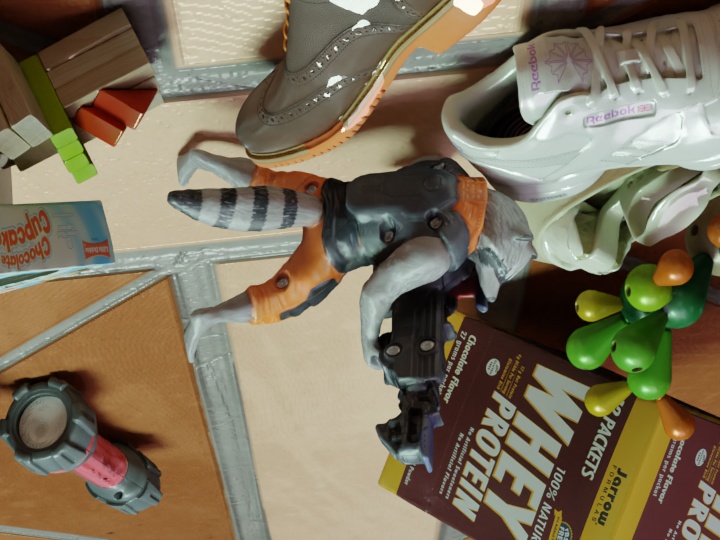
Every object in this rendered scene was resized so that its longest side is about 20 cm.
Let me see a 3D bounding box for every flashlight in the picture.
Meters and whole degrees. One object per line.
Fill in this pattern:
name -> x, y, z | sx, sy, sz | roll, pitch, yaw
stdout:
flashlight -> -0.205, 0.142, 1.270 | 0.067, 0.068, 0.200 | -16, 154, 9

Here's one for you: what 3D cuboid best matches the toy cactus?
toy cactus -> 0.205, 0.007, 0.973 | 0.102, 0.165, 0.200 | 41, 146, 3

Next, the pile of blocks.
pile of blocks -> -0.174, -0.056, 0.759 | 0.198, 0.063, 0.082 | -16, 151, -26

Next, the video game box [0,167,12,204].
video game box -> -0.294, -0.059, 0.813 | 0.180, 0.047, 0.200 | -10, 156, 10

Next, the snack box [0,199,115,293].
snack box -> -0.236, 0.005, 0.825 | 0.198, 0.038, 0.116 | -14, 178, 24

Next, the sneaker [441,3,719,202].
sneaker -> 0.133, -0.088, 0.830 | 0.198, 0.076, 0.099 | -20, 155, 27

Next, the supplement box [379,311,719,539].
supplement box -> 0.161, 0.139, 1.149 | 0.199, 0.134, 0.196 | 23, -178, 44

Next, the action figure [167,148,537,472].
action figure -> 0.000, 0.000, 0.866 | 0.191, 0.202, 0.105 | -6, 140, 0

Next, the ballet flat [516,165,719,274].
ballet flat -> 0.151, -0.036, 0.963 | 0.069, 0.070, 0.199 | 11, 150, -35

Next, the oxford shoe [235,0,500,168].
oxford shoe -> -0.010, -0.117, 0.758 | 0.072, 0.072, 0.200 | 28, 138, -23
